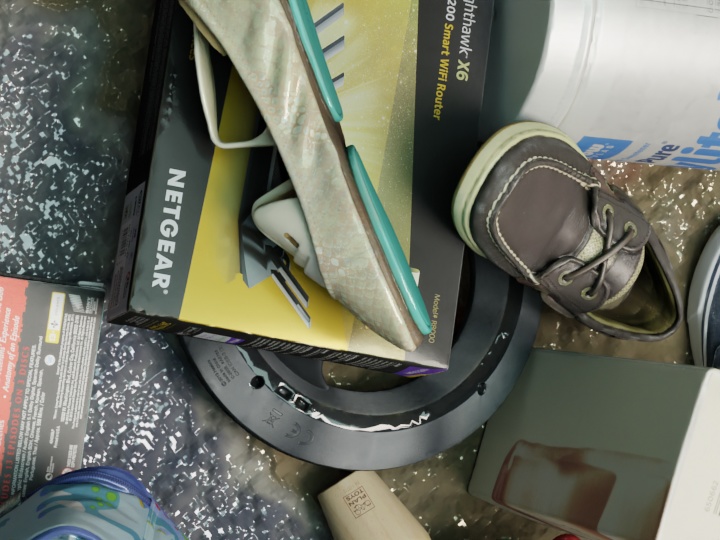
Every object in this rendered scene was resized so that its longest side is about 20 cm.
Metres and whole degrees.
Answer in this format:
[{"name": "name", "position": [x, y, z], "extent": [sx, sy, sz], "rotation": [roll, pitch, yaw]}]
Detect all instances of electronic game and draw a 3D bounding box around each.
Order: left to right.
[{"name": "electronic game", "position": [0.000, 0.000, 0.960], "extent": [0.199, 0.042, 0.201], "rotation": [3, 82, -20]}]

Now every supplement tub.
[{"name": "supplement tub", "position": [0.157, -0.119, 0.974], "extent": [0.199, 0.132, 0.132], "rotation": [3, 90, -21]}]

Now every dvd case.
[{"name": "dvd case", "position": [-0.225, 0.065, 0.884], "extent": [0.200, 0.022, 0.146], "rotation": [8, 88, -23]}]

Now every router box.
[{"name": "router box", "position": [-0.026, -0.060, 0.908], "extent": [0.157, 0.052, 0.201], "rotation": [11, 79, -18]}]

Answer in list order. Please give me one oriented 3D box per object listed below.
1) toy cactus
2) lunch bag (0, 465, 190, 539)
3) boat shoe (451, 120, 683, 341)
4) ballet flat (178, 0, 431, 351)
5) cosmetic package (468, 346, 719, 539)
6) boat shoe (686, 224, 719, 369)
[{"name": "toy cactus", "position": [0.031, 0.176, 0.949], "extent": [0.200, 0.102, 0.165], "rotation": [-33, 84, 6]}, {"name": "lunch bag", "position": [-0.118, 0.200, 0.871], "extent": [0.161, 0.082, 0.200], "rotation": [-39, 107, 13]}, {"name": "boat shoe", "position": [0.110, -0.014, 0.927], "extent": [0.073, 0.065, 0.200], "rotation": [-56, 149, 5]}, {"name": "ballet flat", "position": [-0.029, -0.051, 0.854], "extent": [0.062, 0.067, 0.200], "rotation": [-21, 87, 6]}, {"name": "cosmetic package", "position": [0.145, 0.096, 0.936], "extent": [0.103, 0.200, 0.087], "rotation": [21, 84, -19]}, {"name": "boat shoe", "position": [0.225, 0.069, 1.025], "extent": [0.071, 0.091, 0.201], "rotation": [3, 89, -22]}]
